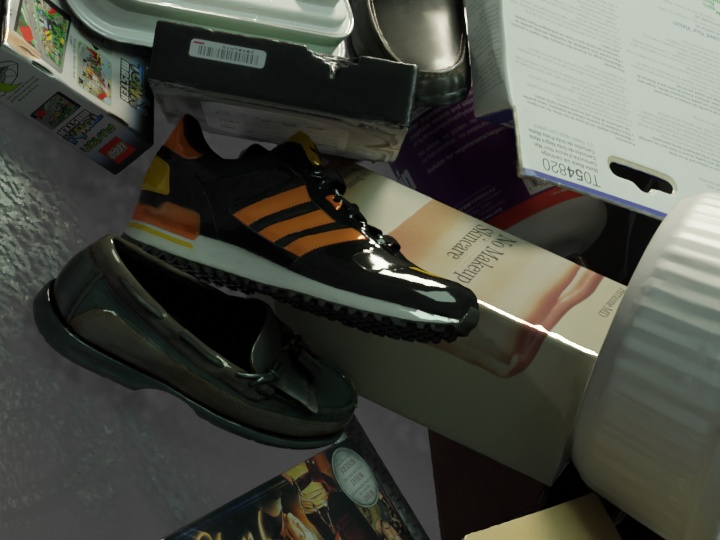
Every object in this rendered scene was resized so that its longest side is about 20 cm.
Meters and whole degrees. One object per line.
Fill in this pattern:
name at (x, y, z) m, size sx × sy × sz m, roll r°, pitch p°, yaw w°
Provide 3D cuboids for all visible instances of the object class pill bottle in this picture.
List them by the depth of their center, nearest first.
pill bottle at (0.070, -0.089, 1.568) m, size 0.112 × 0.112 × 0.201 m, roll -6°, pitch 65°, yaw -57°

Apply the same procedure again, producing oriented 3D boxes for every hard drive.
hard drive at (-0.041, -0.094, 1.319) m, size 0.200 × 0.138 × 0.038 m, roll 136°, pitch -36°, yaw -87°

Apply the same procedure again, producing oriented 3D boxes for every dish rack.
dish rack at (-0.093, -0.203, 1.403) m, size 0.199 × 0.044 × 0.173 m, roll 7°, pitch 53°, yaw -39°

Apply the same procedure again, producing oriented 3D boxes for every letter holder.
letter holder at (0.122, 0.079, 1.444) m, size 0.100 × 0.142 × 0.201 m, roll 31°, pitch 38°, yaw -35°

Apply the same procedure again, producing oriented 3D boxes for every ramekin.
ramekin at (0.188, 0.052, 1.314) m, size 0.094 × 0.204 × 0.202 m, roll 23°, pitch 26°, yaw 14°

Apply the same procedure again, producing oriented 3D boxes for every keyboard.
keyboard at (0.022, 0.141, 1.353) m, size 0.201 × 0.011 × 0.056 m, roll 58°, pitch 11°, yaw 6°

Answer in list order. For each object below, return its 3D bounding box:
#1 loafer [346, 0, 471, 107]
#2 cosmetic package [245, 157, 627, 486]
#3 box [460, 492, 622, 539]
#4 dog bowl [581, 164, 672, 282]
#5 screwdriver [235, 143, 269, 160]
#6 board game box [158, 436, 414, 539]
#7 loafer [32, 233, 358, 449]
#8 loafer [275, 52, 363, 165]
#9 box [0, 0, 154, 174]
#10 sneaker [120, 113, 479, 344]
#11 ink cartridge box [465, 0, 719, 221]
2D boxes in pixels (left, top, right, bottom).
loafer at (0.026, -0.170, 1.464) m, size 0.072 × 0.073 × 0.201 m, roll -4°, pitch 37°, yaw -12°
cosmetic package at (0.045, 0.025, 1.348) m, size 0.199 × 0.088 × 0.103 m, roll 24°, pitch 27°, yaw 12°
box at (0.132, 0.215, 1.235) m, size 0.201 × 0.021 × 0.163 m, roll 61°, pitch 25°, yaw 12°
dog bowl at (0.187, 0.000, 1.582) m, size 0.058 × 0.201 × 0.201 m, roll 3°, pitch 53°, yaw -22°
screwdriver at (0.000, 0.000, 1.428) m, size 0.200 × 0.028 × 0.029 m, roll 47°, pitch 64°, yaw 6°
board game box at (-0.027, 0.174, 1.239) m, size 0.136 × 0.035 × 0.200 m, roll 58°, pitch 30°, yaw 5°
loafer at (-0.072, 0.038, 1.258) m, size 0.199 × 0.063 × 0.072 m, roll 22°, pitch 31°, yaw -35°
loafer at (-0.068, -0.133, 1.470) m, size 0.073 × 0.071 × 0.201 m, roll -27°, pitch 76°, yaw -30°
box at (-0.166, -0.159, 1.370) m, size 0.110 × 0.035 × 0.201 m, roll 34°, pitch 36°, yaw -33°
sneaker at (-0.025, -0.026, 1.269) m, size 0.070 × 0.199 × 0.091 m, roll 36°, pitch 70°, yaw -72°
ink cartridge box at (0.150, -0.112, 1.459) m, size 0.198 × 0.041 × 0.201 m, roll 17°, pitch 56°, yaw -33°
